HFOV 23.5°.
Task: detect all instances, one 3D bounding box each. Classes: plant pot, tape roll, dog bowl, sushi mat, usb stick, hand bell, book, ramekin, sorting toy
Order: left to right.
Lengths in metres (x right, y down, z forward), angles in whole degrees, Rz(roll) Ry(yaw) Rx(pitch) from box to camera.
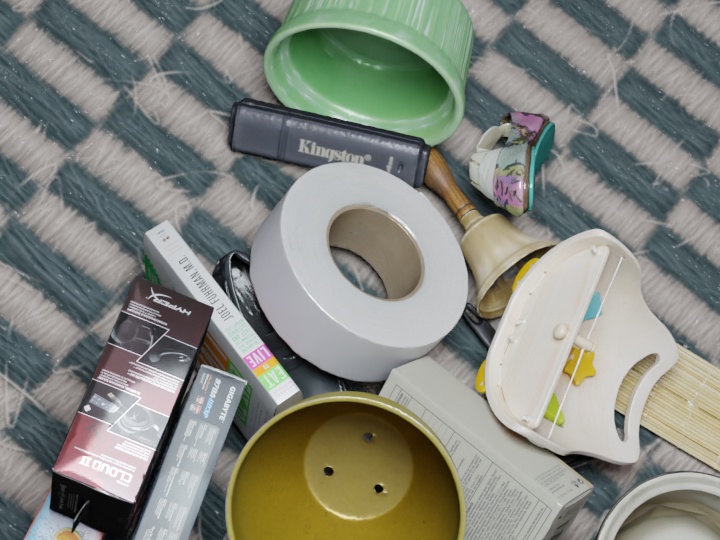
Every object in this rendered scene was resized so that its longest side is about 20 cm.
[{"bbox_3d":[-0.125,0.061,1.565,0.048,0.134,0.200,-33,71,-19],"label":"book"},{"bbox_3d":[-0.032,-0.123,1.690,0.199,0.033,0.056,13,110,3],"label":"usb stick"},{"bbox_3d":[-0.006,0.188,1.486,0.199,0.142,0.201,1,100,5],"label":"plant pot"},{"bbox_3d":[0.000,0.000,1.617,0.201,0.071,0.203,17,51,-22],"label":"tape roll"},{"bbox_3d":[0.014,-0.211,1.666,0.199,0.200,0.098,19,63,-3],"label":"ramekin"},{"bbox_3d":[0.099,-0.061,1.697,0.104,0.104,0.200,-30,65,-18],"label":"hand bell"},{"bbox_3d":[0.217,0.091,1.609,0.180,0.107,0.201,32,75,-28],"label":"sorting toy"},{"bbox_3d":[0.300,0.292,1.613,0.199,0.074,0.201,3,72,-10],"label":"dog bowl"},{"bbox_3d":[0.329,0.133,1.702,0.199,0.012,0.096,31,71,1],"label":"sushi mat"}]

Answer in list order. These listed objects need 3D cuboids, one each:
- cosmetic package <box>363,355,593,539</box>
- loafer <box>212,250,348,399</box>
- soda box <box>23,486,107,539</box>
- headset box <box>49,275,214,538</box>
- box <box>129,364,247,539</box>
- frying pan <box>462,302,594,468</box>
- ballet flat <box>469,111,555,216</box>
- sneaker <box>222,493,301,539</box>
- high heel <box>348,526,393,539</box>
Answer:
[{"bbox_3d":[0.098,0.180,1.563,0.200,0.104,0.073,39,27,21],"label":"cosmetic package"},{"bbox_3d":[-0.073,0.068,1.621,0.068,0.070,0.201,-33,80,-16],"label":"loafer"},{"bbox_3d":[-0.238,0.187,1.553,0.063,0.068,0.201,26,69,-1],"label":"soda box"},{"bbox_3d":[-0.199,0.127,1.464,0.077,0.149,0.201,23,68,-2],"label":"headset box"},{"bbox_3d":[-0.163,0.196,1.516,0.046,0.159,0.201,21,69,-5],"label":"box"},{"bbox_3d":[0.151,0.122,1.663,0.189,0.031,0.115,29,61,11],"label":"frying pan"},{"bbox_3d":[0.144,-0.106,1.682,0.071,0.070,0.200,9,26,9],"label":"ballet flat"},{"bbox_3d":[-0.081,0.296,1.519,0.118,0.074,0.201,22,74,36],"label":"sneaker"},{"bbox_3d":[0.058,0.302,1.564,0.199,0.071,0.143,-3,66,-20],"label":"high heel"}]
